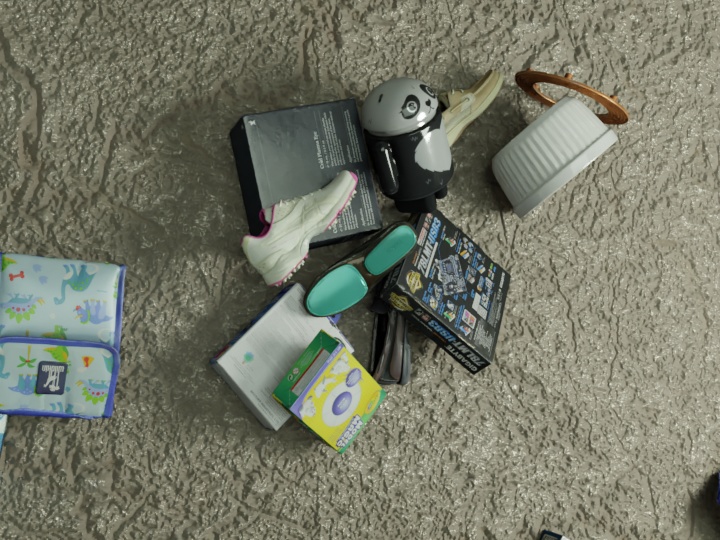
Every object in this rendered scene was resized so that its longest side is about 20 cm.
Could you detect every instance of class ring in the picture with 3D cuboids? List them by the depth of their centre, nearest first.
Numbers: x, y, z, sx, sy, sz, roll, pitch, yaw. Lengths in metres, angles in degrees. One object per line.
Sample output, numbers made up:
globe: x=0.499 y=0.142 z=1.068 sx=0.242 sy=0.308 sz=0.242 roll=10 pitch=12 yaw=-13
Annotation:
ring: x=0.344 y=-0.285 z=1.438 sx=0.197 sy=0.200 sz=0.020 roll=22 pitch=91 yaw=-16

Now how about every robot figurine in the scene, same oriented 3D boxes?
robot figurine: x=0.073 y=-0.186 z=1.321 sx=0.122 sy=0.151 sz=0.203 roll=-18 pitch=120 yaw=0

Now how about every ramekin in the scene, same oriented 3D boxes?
ramekin: x=0.302 y=-0.187 z=1.420 sx=0.199 sy=0.200 sz=0.106 roll=-38 pitch=86 yaw=-19

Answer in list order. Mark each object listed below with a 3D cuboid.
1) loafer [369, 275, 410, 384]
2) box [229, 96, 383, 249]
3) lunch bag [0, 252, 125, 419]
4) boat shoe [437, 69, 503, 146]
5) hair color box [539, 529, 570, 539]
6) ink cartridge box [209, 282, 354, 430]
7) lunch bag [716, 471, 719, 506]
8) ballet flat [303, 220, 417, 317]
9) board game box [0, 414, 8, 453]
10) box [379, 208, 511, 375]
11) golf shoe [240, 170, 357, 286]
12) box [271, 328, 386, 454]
loafer: x=0.041 y=0.075 z=1.362 sx=0.061 sy=0.072 sz=0.206 roll=-2 pitch=88 yaw=-16
box: x=-0.083 y=-0.136 z=1.319 sx=0.178 sy=0.104 sz=0.205 roll=-11 pitch=88 yaw=-21
lunch bag: x=-0.402 y=0.088 z=1.160 sx=0.166 sy=0.127 sz=0.206 roll=7 pitch=82 yaw=-21
boat shoe: x=0.156 y=-0.264 z=1.438 sx=0.065 sy=0.072 sz=0.200 roll=45 pitch=78 yaw=-11
hair color box: x=0.304 y=0.534 z=1.413 sx=0.099 sy=0.060 sz=0.203 roll=32 pitch=74 yaw=-14
ink cartridge box: x=-0.104 y=0.115 z=1.300 sx=0.200 sy=0.076 sz=0.137 roll=-44 pitch=100 yaw=-17
lunch bag: x=0.714 y=0.410 z=1.539 sx=0.198 sy=0.127 sz=0.172 roll=-34 pitch=97 yaw=-29
ballet flat: x=0.000 y=0.000 z=1.295 sx=0.198 sy=0.068 sz=0.069 roll=-35 pitch=102 yaw=-5
board game box: x=-0.566 y=0.228 z=1.138 sx=0.195 sy=0.047 sz=0.155 roll=11 pitch=80 yaw=-19
box: x=0.137 y=0.023 z=1.359 sx=0.197 sy=0.050 sz=0.202 roll=38 pitch=43 yaw=-15
golf shoe: x=-0.083 y=-0.075 z=1.221 sx=0.091 sy=0.075 sz=0.201 roll=42 pitch=72 yaw=-8
box: x=-0.036 y=0.184 z=1.275 sx=0.118 sy=0.048 sz=0.200 roll=-52 pitch=143 yaw=-10
